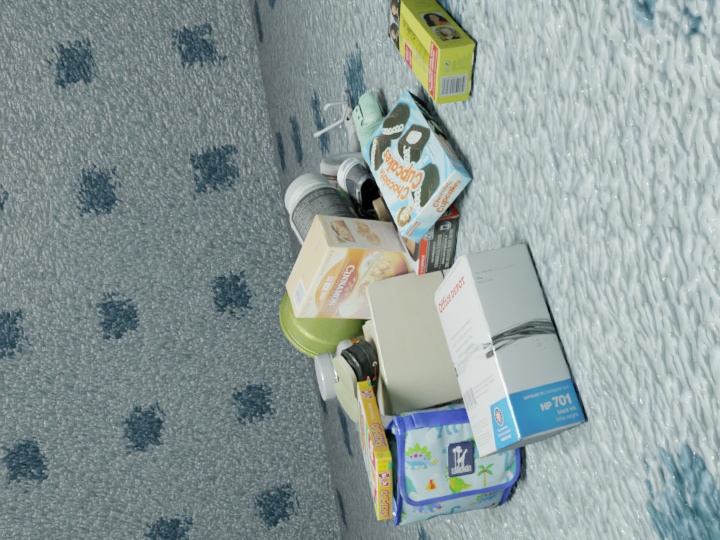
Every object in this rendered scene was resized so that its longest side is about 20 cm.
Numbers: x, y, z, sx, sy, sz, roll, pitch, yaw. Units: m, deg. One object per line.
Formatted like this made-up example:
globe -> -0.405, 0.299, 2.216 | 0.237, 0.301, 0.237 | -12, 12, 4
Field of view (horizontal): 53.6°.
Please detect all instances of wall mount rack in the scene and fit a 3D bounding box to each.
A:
wall mount rack -> -0.048, -0.273, 1.540 | 0.174, 0.072, 0.206 | 127, 132, -76

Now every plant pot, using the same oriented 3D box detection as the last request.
plant pot -> -0.048, 0.037, 1.362 | 0.186, 0.195, 0.204 | 109, 149, -50

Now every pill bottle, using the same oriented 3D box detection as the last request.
pill bottle -> -0.058, -0.076, 1.246 | 0.115, 0.110, 0.202 | 90, 156, -44
pill bottle -> -0.017, -0.124, 1.427 | 0.113, 0.109, 0.206 | -126, 28, -64
pill bottle -> 0.018, 0.174, 1.310 | 0.111, 0.194, 0.115 | 168, 90, -78

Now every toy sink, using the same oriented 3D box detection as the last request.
toy sink -> 0.079, 0.115, 1.138 | 0.112, 0.127, 0.206 | 138, 120, -77

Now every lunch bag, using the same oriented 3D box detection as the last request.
lunch bag -> 0.118, 0.244, 0.951 | 0.203, 0.165, 0.130 | 93, 166, -47

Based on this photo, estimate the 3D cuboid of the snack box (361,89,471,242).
snack box -> 0.073, -0.149, 0.999 | 0.117, 0.036, 0.203 | -50, 40, 26

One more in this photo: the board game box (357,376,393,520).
board game box -> 0.018, 0.242, 1.006 | 0.201, 0.029, 0.098 | -103, 10, -66

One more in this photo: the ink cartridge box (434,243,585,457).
ink cartridge box -> 0.161, 0.095, 0.815 | 0.147, 0.083, 0.206 | 111, 148, -68

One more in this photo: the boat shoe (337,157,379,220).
boat shoe -> 0.019, -0.128, 1.300 | 0.067, 0.072, 0.201 | 39, 170, 28

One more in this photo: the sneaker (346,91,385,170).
sneaker -> 0.021, -0.249, 1.205 | 0.200, 0.072, 0.122 | 153, 99, -81

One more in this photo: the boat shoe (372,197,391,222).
boat shoe -> 0.044, -0.067, 1.285 | 0.203, 0.067, 0.075 | 91, 162, -52

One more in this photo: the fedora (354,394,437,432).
fedora -> 0.082, 0.264, 1.251 | 0.174, 0.198, 0.093 | 8, 76, 45

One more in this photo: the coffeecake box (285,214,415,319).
coffeecake box -> 0.000, 0.000, 1.135 | 0.155, 0.195, 0.074 | -62, 38, 37

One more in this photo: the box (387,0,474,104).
box -> 0.086, -0.295, 0.915 | 0.202, 0.049, 0.077 | -113, 17, -45

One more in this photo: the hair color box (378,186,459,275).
hair color box -> 0.083, -0.102, 1.082 | 0.202, 0.059, 0.103 | -113, 17, -44

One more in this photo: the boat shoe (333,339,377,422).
boat shoe -> -0.005, 0.184, 1.155 | 0.074, 0.062, 0.204 | 46, 156, 26

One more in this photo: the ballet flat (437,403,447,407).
ballet flat -> 0.094, 0.142, 1.225 | 0.068, 0.070, 0.206 | 124, 134, -79
